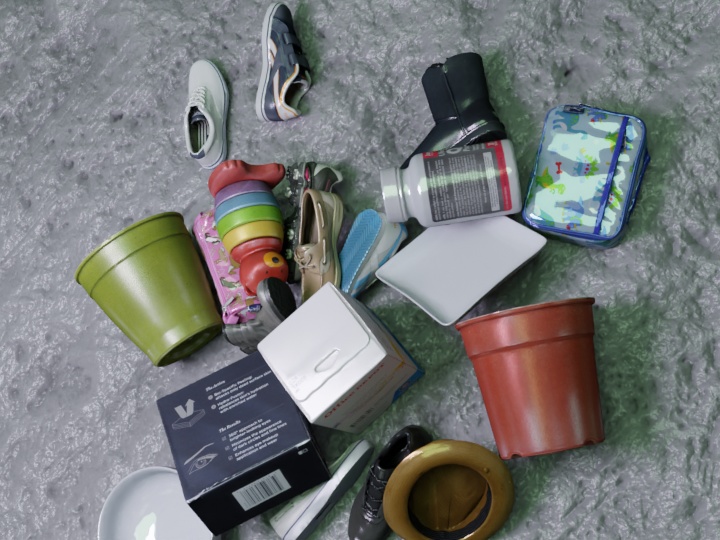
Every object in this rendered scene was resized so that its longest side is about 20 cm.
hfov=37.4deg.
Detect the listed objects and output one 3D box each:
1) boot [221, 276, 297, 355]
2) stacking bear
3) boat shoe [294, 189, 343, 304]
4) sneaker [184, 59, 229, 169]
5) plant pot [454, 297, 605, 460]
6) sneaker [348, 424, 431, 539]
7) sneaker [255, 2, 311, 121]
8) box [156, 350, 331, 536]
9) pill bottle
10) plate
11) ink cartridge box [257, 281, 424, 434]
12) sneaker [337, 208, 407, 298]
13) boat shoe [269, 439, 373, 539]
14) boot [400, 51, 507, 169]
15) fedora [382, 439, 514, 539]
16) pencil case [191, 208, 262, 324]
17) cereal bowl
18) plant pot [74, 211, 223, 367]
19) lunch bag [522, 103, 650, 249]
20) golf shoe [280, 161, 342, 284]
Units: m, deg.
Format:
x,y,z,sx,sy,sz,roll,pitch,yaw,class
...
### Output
x,y,z,sx,sy,sz,roll,pitch,yaw,class
-0.154,0.082,1.623,0.130,0.200,0.068,-14,62,11,boot
-0.165,-0.055,1.654,0.114,0.121,0.201,-36,62,45,stacking bear
-0.073,-0.023,1.630,0.071,0.064,0.201,-5,79,47,boat shoe
-0.266,-0.275,1.816,0.073,0.071,0.201,-14,73,15,sneaker
0.246,0.154,1.478,0.200,0.201,0.197,-13,81,16,plant pot
0.031,0.315,1.558,0.076,0.091,0.201,23,86,20,sneaker
-0.121,-0.348,1.782,0.079,0.078,0.201,4,89,25,sneaker
-0.174,0.249,1.578,0.196,0.118,0.200,-26,47,-2,box
0.133,-0.125,1.576,0.199,0.111,0.111,-9,74,5,pill bottle
0.149,-0.010,1.573,0.199,0.032,0.200,-39,37,-12,plate
-0.025,0.133,1.562,0.147,0.200,0.145,-42,68,5,ink cartridge box
0.000,0.000,1.654,0.200,0.080,0.077,-55,49,22,sneaker
-0.063,0.322,1.603,0.070,0.071,0.200,41,99,20,boat shoe
0.125,-0.233,1.671,0.200,0.076,0.169,-31,57,25,boot
0.122,0.306,1.509,0.200,0.201,0.082,-25,27,12,fedora
-0.208,-0.004,1.720,0.082,0.087,0.201,-23,67,1,pencil case
-0.302,0.406,1.654,0.199,0.083,0.201,-5,75,18,cereal bowl
-0.321,0.043,1.708,0.200,0.200,0.193,-35,81,8,plant pot
0.335,-0.140,1.572,0.160,0.082,0.201,16,83,19,lunch bag
-0.081,-0.072,1.698,0.077,0.088,0.201,-145,63,-63,golf shoe
